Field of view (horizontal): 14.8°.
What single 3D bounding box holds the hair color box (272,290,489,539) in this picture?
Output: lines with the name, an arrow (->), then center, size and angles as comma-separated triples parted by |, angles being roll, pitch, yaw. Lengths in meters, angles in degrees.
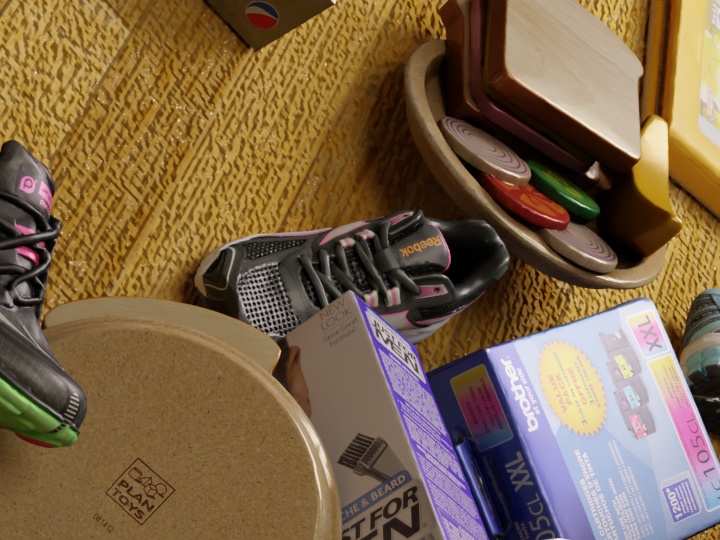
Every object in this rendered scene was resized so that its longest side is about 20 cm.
hair color box -> -0.006, 0.118, 1.258 | 0.065, 0.109, 0.200 | 43, 18, -41

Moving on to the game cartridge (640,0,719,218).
game cartridge -> 0.261, -0.098, 1.818 | 0.200, 0.032, 0.177 | 35, 46, -30

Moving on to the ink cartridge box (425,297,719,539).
ink cartridge box -> 0.103, 0.102, 1.483 | 0.200, 0.076, 0.137 | -16, 81, -50

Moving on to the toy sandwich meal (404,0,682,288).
toy sandwich meal -> 0.111, -0.077, 1.550 | 0.205, 0.070, 0.206 | 31, 30, -20

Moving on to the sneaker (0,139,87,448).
sneaker -> -0.164, -0.011, 1.177 | 0.200, 0.084, 0.077 | 58, 0, 30

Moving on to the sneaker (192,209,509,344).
sneaker -> 0.000, 0.000, 1.412 | 0.200, 0.086, 0.081 | -17, 80, -52

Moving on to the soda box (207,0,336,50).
soda box -> -0.029, -0.215, 1.523 | 0.068, 0.064, 0.200 | 45, 41, -22

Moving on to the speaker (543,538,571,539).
speaker -> 0.101, 0.233, 1.333 | 0.081, 0.081, 0.201 | 7, 57, -47

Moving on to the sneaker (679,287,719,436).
sneaker -> 0.274, 0.073, 1.698 | 0.200, 0.077, 0.087 | 33, 43, -33

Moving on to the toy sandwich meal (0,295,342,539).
toy sandwich meal -> -0.103, 0.105, 1.214 | 0.204, 0.070, 0.206 | 7, 61, -12
